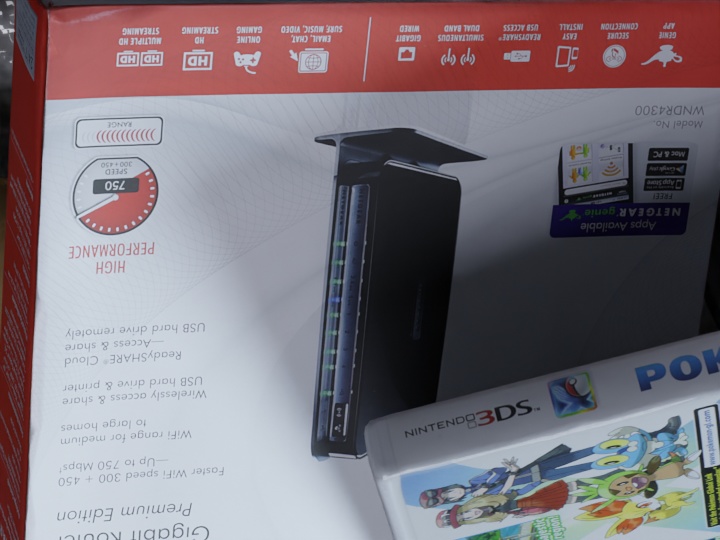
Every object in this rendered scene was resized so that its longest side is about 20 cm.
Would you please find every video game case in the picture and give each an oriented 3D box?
[{"bbox_3d":[0.104,0.074,0.849,0.181,0.022,0.200,-14,149,1],"label":"video game case"}]

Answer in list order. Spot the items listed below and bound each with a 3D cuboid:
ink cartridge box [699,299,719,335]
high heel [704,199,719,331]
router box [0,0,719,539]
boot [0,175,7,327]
[{"bbox_3d":[0.115,0.081,1.019,0.147,0.083,0.200,-45,129,-10],"label":"ink cartridge box"},{"bbox_3d":[0.178,-0.059,0.919,0.199,0.071,0.143,-29,104,-13],"label":"high heel"},{"bbox_3d":[0.000,0.000,0.842,0.199,0.049,0.180,-3,115,-17],"label":"router box"},{"bbox_3d":[-0.125,0.044,0.998,0.199,0.066,0.176,16,104,15],"label":"boot"}]
